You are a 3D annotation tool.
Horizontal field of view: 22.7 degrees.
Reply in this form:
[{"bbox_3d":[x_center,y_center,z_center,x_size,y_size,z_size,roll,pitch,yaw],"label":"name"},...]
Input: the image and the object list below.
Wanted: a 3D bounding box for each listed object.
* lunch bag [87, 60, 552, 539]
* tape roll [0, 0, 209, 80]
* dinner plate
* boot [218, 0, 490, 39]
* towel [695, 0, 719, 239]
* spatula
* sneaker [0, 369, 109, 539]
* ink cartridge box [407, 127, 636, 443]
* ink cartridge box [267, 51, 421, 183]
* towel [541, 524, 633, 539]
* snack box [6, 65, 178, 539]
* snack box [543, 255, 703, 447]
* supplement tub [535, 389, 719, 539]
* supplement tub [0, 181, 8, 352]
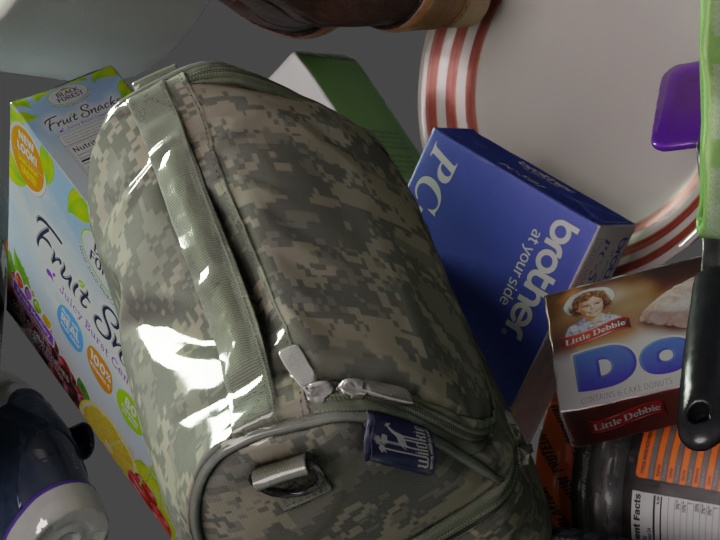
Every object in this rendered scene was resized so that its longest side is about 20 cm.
[{"bbox_3d":[-0.027,0.034,0.687,0.139,0.168,0.201,-28,51,6],"label":"lunch bag"},{"bbox_3d":[-0.186,-0.209,0.985,0.202,0.139,0.204,-1,88,34],"label":"tape roll"},{"bbox_3d":[0.109,-0.090,0.837,0.199,0.024,0.202,-6,82,43],"label":"dinner plate"},{"bbox_3d":[-0.052,-0.158,0.865,0.199,0.166,0.073,15,95,44],"label":"boot"},{"bbox_3d":[0.226,-0.083,0.668,0.198,0.031,0.150,0,92,7],"label":"towel"},{"bbox_3d":[0.141,-0.015,0.712,0.056,0.021,0.201,-10,52,26],"label":"spatula"},{"bbox_3d":[-0.229,0.155,1.055,0.147,0.080,0.201,50,120,34],"label":"sneaker"},{"bbox_3d":[0.037,0.046,0.815,0.094,0.044,0.201,33,108,26],"label":"ink cartridge box"},{"bbox_3d":[0.000,0.000,0.900,0.104,0.059,0.201,-43,69,26],"label":"ink cartridge box"},{"bbox_3d":[0.116,0.174,0.758,0.191,0.200,0.035,7,52,35],"label":"towel"},{"bbox_3d":[-0.108,0.024,0.924,0.200,0.067,0.169,49,147,26],"label":"snack box"},{"bbox_3d":[0.174,0.017,0.711,0.199,0.024,0.072,-14,39,11],"label":"snack box"},{"bbox_3d":[0.180,0.092,0.738,0.199,0.122,0.124,8,94,35],"label":"supplement tub"},{"bbox_3d":[-0.259,0.024,0.995,0.122,0.122,0.201,-41,34,27],"label":"supplement tub"}]
